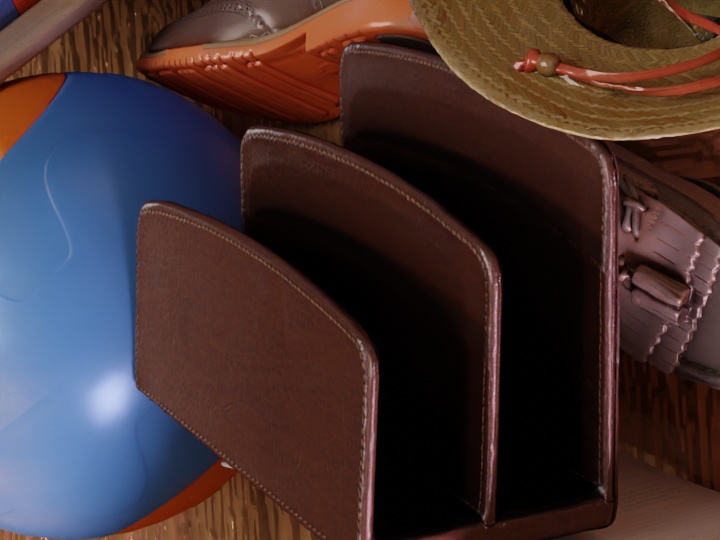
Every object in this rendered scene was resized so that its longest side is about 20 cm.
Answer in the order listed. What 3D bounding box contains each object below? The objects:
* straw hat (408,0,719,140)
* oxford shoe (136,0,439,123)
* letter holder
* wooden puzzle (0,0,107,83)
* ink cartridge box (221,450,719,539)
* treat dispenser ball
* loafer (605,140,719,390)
[{"bbox_3d":[0.111,-0.098,0.816,0.201,0.201,0.085,46,168,39],"label":"straw hat"},{"bbox_3d":[-0.021,-0.111,1.011,0.199,0.071,0.073,-6,68,46],"label":"oxford shoe"},{"bbox_3d":[0.000,0.000,0.848,0.200,0.100,0.143,30,124,58],"label":"letter holder"},{"bbox_3d":[-0.163,-0.158,1.070,0.185,0.200,0.047,24,143,48],"label":"wooden puzzle"},{"bbox_3d":[0.063,0.103,0.843,0.199,0.145,0.048,18,111,49],"label":"ink cartridge box"},{"bbox_3d":[-0.122,0.015,1.022,0.200,0.200,0.203,4,95,50],"label":"treat dispenser ball"},{"bbox_3d":[0.083,-0.017,0.877,0.200,0.063,0.072,45,124,40],"label":"loafer"}]
